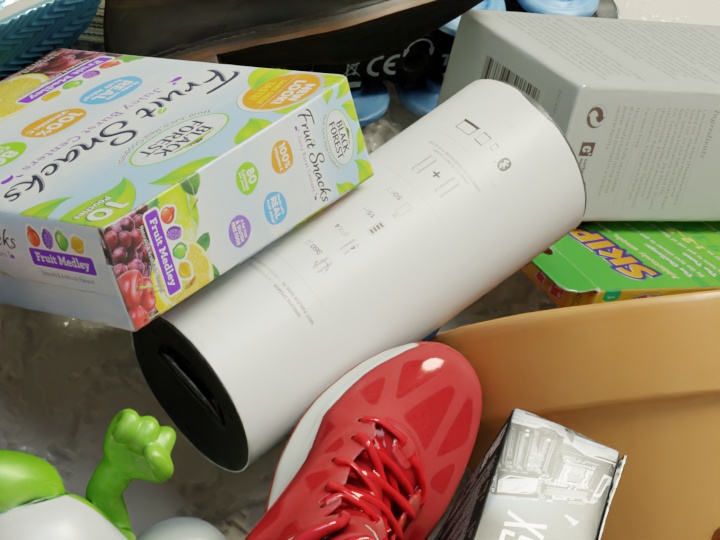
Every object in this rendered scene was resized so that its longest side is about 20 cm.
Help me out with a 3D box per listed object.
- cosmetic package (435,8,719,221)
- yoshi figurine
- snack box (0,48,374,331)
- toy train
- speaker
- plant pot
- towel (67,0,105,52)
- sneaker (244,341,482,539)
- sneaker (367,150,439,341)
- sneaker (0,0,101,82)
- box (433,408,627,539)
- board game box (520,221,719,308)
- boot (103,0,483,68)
[{"bbox_3d":[0.145,-0.076,1.255,0.199,0.072,0.101,-1,26,-35],"label":"cosmetic package"},{"bbox_3d":[-0.095,0.125,1.023,0.199,0.113,0.112,18,31,-32],"label":"yoshi figurine"},{"bbox_3d":[-0.114,-0.040,1.082,0.199,0.053,0.142,10,36,46],"label":"snack box"},{"bbox_3d":[0.034,-0.139,1.306,0.199,0.087,0.115,-8,49,-22],"label":"toy train"},{"bbox_3d":[0.000,0.000,1.085,0.200,0.081,0.081,-36,72,-25],"label":"speaker"},{"bbox_3d":[0.133,0.088,1.108,0.199,0.200,0.141,-4,84,-22],"label":"plant pot"},{"bbox_3d":[-0.145,-0.070,1.226,0.198,0.035,0.194,6,51,-13],"label":"towel"},{"bbox_3d":[0.005,0.100,0.974,0.078,0.115,0.200,44,62,-13],"label":"sneaker"},{"bbox_3d":[-0.020,0.008,1.152,0.199,0.076,0.106,-20,84,-38],"label":"sneaker"},{"bbox_3d":[-0.211,-0.113,1.155,0.199,0.077,0.081,-22,73,-17],"label":"sneaker"},{"bbox_3d":[0.031,0.172,0.997,0.049,0.200,0.158,23,51,-3],"label":"box"},{"bbox_3d":[0.143,-0.009,1.232,0.199,0.030,0.096,2,31,-40],"label":"board game box"},{"bbox_3d":[-0.032,-0.143,1.195,0.199,0.075,0.098,-19,80,1],"label":"boot"}]
